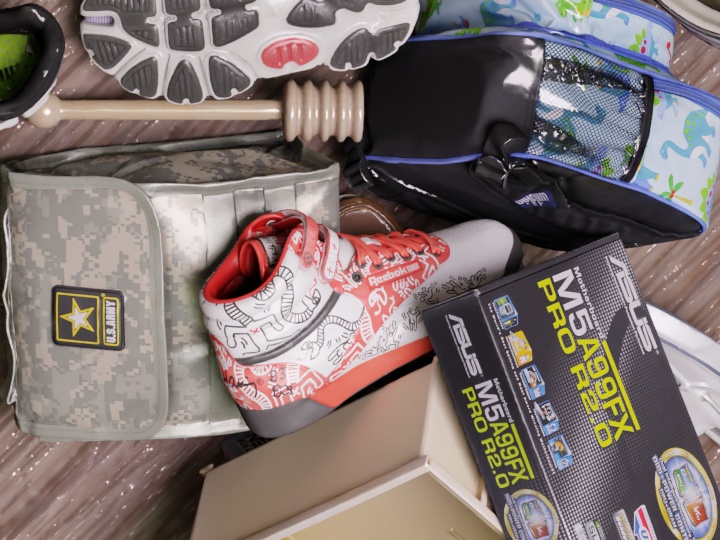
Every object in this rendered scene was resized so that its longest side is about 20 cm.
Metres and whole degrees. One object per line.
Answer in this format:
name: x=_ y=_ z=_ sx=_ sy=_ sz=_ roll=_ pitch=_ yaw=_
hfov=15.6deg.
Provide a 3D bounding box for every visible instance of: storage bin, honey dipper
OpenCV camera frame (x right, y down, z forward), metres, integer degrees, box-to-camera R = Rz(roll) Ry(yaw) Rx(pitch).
storage bin: x=0.029 y=0.170 z=1.552 sx=0.200 sy=0.094 sz=0.199 roll=-28 pitch=125 yaw=32
honey dipper: x=-0.098 y=-0.095 z=1.547 sx=0.199 sy=0.038 sz=0.038 roll=0 pitch=107 yaw=-6

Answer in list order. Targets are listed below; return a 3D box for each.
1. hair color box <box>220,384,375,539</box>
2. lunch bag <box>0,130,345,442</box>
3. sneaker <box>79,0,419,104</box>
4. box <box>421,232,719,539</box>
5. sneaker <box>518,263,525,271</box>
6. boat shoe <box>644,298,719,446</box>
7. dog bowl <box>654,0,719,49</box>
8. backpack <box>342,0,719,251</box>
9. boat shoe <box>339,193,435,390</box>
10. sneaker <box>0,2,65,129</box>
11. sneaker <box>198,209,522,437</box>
hair color box: x=0.023 y=0.113 z=1.675 sx=0.200 sy=0.061 sz=0.099 roll=-28 pitch=115 yaw=-13
lunch bag: x=-0.116 y=0.011 z=1.553 sx=0.199 sy=0.118 sz=0.165 roll=-7 pitch=108 yaw=-19
sneaker: x=-0.067 y=-0.151 z=1.545 sx=0.199 sy=0.083 sz=0.081 roll=-5 pitch=117 yaw=-11
box: x=0.128 y=0.092 z=1.499 sx=0.160 sy=0.044 sz=0.201 roll=-19 pitch=88 yaw=-51
sneaker: x=0.123 y=0.050 z=1.626 sx=0.070 sy=0.080 sz=0.200 roll=-15 pitch=143 yaw=25
boat shoe: x=0.224 y=0.081 z=1.741 sx=0.200 sy=0.074 sz=0.065 roll=35 pitch=87 yaw=-27
dog bowl: x=0.257 y=-0.218 z=1.605 sx=0.200 sy=0.200 sz=0.074 roll=-44 pitch=160 yaw=-4
backpack: x=0.120 y=-0.094 z=1.582 sx=0.200 sy=0.183 sz=0.148 roll=19 pitch=79 yaw=-32
boat shoe: x=0.033 y=0.044 z=1.599 sx=0.072 sy=0.068 sz=0.201 roll=-27 pitch=95 yaw=-12
sneaker: x=-0.241 y=-0.094 z=1.453 sx=0.200 sy=0.087 sz=0.074 roll=-32 pitch=85 yaw=-32
sneaker: x=0.000 y=0.001 z=1.504 sx=0.201 sy=0.067 sz=0.108 roll=-34 pitch=122 yaw=-17
